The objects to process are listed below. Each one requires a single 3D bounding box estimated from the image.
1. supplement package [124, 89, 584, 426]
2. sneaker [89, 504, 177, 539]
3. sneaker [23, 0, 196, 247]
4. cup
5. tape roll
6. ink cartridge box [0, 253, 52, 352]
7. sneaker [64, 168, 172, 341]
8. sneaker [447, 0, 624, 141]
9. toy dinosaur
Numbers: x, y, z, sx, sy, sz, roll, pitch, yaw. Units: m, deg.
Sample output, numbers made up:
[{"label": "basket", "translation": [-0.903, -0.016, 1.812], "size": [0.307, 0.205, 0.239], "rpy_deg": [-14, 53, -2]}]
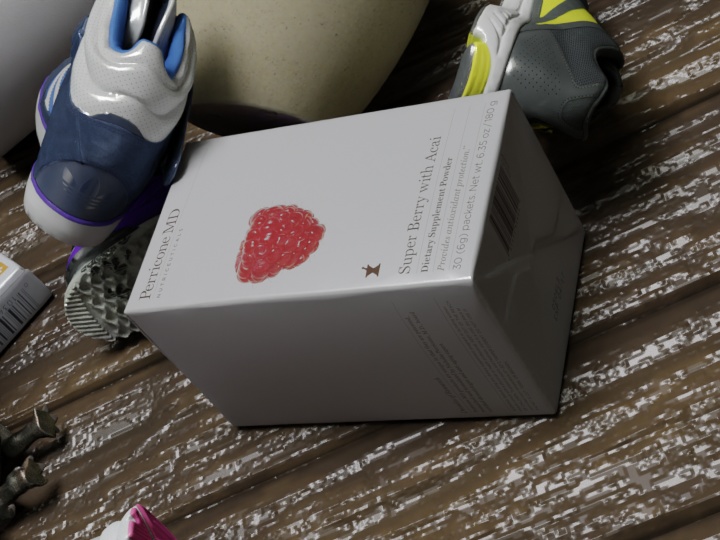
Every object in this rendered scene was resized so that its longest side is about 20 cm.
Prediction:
[{"label": "supplement package", "translation": [0.000, 0.000, 0.725], "size": [0.199, 0.120, 0.122], "rpy_deg": [-6, 52, 28]}, {"label": "sneaker", "translation": [-0.131, 0.215, 0.666], "size": [0.088, 0.081, 0.200], "rpy_deg": [-24, 37, 15]}, {"label": "sneaker", "translation": [-0.134, -0.117, 0.804], "size": [0.147, 0.080, 0.200], "rpy_deg": [-57, 19, 26]}, {"label": "cup", "translation": [-0.053, -0.158, 0.863], "size": [0.199, 0.200, 0.144], "rpy_deg": [5, 81, 35]}, {"label": "tape roll", "translation": [-0.281, -0.202, 1.013], "size": [0.139, 0.203, 0.203], "rpy_deg": [-41, 44, -3]}, {"label": "ink cartridge box", "translation": [-0.339, 0.045, 0.956], "size": [0.200, 0.043, 0.198], "rpy_deg": [28, 72, 41]}, {"label": "sneaker", "translation": [-0.103, -0.044, 0.865], "size": [0.199, 0.070, 0.100], "rpy_deg": [-28, 36, 6]}, {"label": "sneaker", "translation": [0.107, -0.115, 0.769], "size": [0.084, 0.075, 0.200], "rpy_deg": [25, 30, 7]}, {"label": "toy dinosaur", "translation": [-0.238, 0.129, 0.817], "size": [0.102, 0.077, 0.201], "rpy_deg": [-31, 58, 29]}]
